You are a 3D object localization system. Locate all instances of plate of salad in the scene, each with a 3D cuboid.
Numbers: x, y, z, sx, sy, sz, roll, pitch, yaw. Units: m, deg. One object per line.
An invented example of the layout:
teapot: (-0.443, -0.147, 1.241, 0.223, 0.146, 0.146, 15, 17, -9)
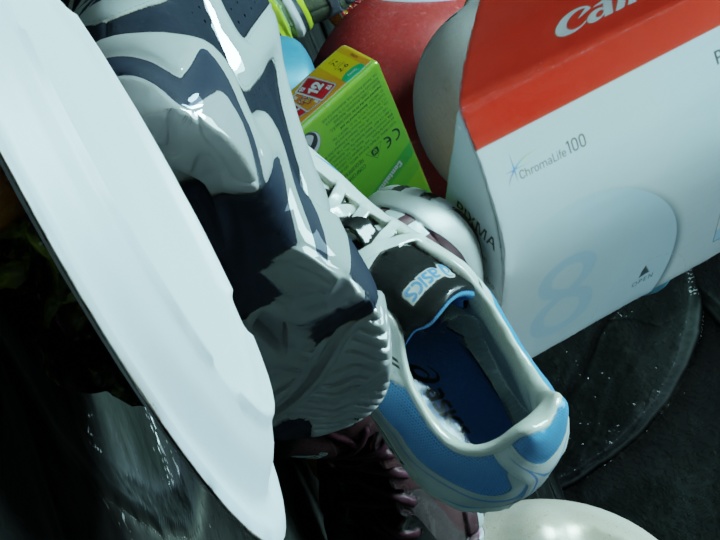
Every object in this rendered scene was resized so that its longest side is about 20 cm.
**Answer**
plate of salad: (-0.076, -0.014, 0.757, 0.200, 0.048, 0.200, 60, 3, -6)

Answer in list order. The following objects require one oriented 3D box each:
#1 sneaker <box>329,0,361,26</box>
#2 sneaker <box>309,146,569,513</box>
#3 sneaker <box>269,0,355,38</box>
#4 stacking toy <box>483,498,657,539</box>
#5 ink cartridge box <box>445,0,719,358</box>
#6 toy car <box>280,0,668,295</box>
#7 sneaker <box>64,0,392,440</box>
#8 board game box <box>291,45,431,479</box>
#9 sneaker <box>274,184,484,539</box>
sneaker: (-0.035, -0.274, 2.287, 0.077, 0.073, 0.200, -172, -116, -70)
sneaker: (0.000, 0.000, 1.062, 0.200, 0.072, 0.073, 45, -38, 8)
sneaker: (-0.038, -0.218, 1.812, 0.074, 0.081, 0.200, 65, 7, -50)
stacking toy: (0.078, 0.211, 1.356, 0.200, 0.146, 0.146, 96, -19, -54)
ink cartridge box: (0.111, -0.061, 1.180, 0.047, 0.160, 0.200, 50, -27, 28)
toy car: (0.057, -0.078, 1.296, 0.200, 0.184, 0.177, 120, -43, -57)
sneaker: (-0.046, -0.039, 0.990, 0.199, 0.079, 0.130, 50, 27, -47)
board game box: (-0.004, 0.009, 1.216, 0.030, 0.096, 0.200, 31, -25, 43)
sneaker: (-0.008, 0.073, 1.160, 0.115, 0.076, 0.200, -31, 125, -53)
